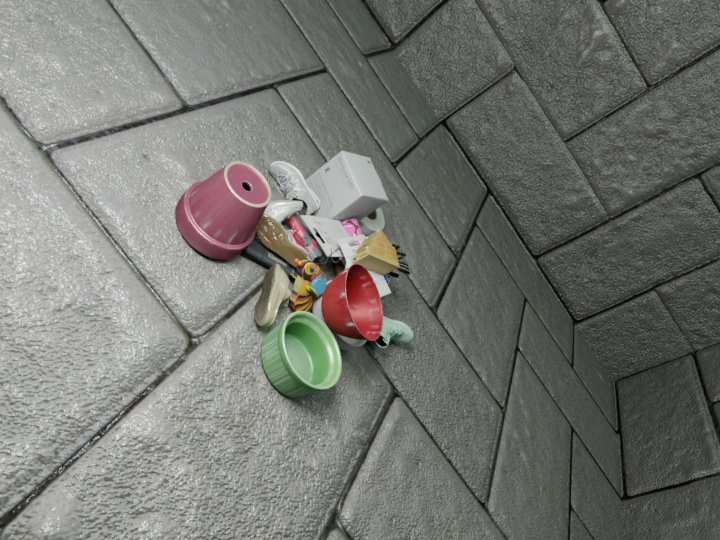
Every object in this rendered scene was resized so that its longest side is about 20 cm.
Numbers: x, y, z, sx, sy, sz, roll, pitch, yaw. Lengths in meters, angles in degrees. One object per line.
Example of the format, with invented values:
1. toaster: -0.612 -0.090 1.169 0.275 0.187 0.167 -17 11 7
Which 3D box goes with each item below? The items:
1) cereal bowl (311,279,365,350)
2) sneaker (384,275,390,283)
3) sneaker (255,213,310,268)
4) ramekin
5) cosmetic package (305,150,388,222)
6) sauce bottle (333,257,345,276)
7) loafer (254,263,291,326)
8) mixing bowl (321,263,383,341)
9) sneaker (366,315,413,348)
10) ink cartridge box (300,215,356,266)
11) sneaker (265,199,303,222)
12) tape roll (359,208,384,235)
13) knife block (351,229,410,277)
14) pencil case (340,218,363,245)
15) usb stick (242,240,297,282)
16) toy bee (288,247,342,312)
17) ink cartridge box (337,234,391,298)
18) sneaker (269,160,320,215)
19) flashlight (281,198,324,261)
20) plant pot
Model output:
1. cereal bowl: -0.066 0.133 1.577 0.199 0.083 0.202 35 39 -34
2. sneaker: 0.043 -0.046 1.896 0.115 0.080 0.201 35 40 -38
3. sneaker: -0.218 -0.096 1.529 0.200 0.071 0.113 47 10 -33
4. ramekin: -0.147 0.210 1.376 0.199 0.097 0.202 36 38 -34
5. cosmetic package: -0.052 -0.252 1.817 0.166 0.199 0.169 -2 64 -56
6. sauce bottle: -0.044 0.017 1.725 0.066 0.066 0.202 13 48 -51
7. loafer: -0.214 0.066 1.425 0.068 0.075 0.201 35 37 -25
8. mixing bowl: -0.032 0.092 1.456 0.200 0.107 0.202 41 42 -49
9. sneaker: 0.087 0.208 1.743 0.199 0.074 0.119 28 35 -27
10. ink cartridge box: -0.090 -0.086 1.683 0.199 0.047 0.161 0 50 -57
11. sneaker: -0.241 -0.145 1.565 0.199 0.075 0.090 -20 110 -42
12. tape roll: 0.012 -0.221 2.044 0.202 0.037 0.204 36 37 -33
13. knife block: 0.072 -0.023 1.685 0.176 0.064 0.200 53 31 -12
14. pencil case: -0.022 -0.058 1.805 0.093 0.091 0.202 -14 74 -25
15. usb stick: -0.237 -0.028 1.514 0.199 0.032 0.056 32 39 -39
16. toy bee: -0.145 0.016 1.486 0.108 0.130 0.202 29 69 -40
17. ink cartridge box: 0.000 0.000 1.665 0.162 0.057 0.201 -14 73 -59
18. sneaker: -0.203 -0.247 1.714 0.200 0.074 0.082 45 40 -15
19. flashlight: -0.184 -0.112 1.640 0.201 0.068 0.068 57 -13 2
20. plant pot: -0.313 -0.156 1.349 0.199 0.179 0.202 29 42 -30
